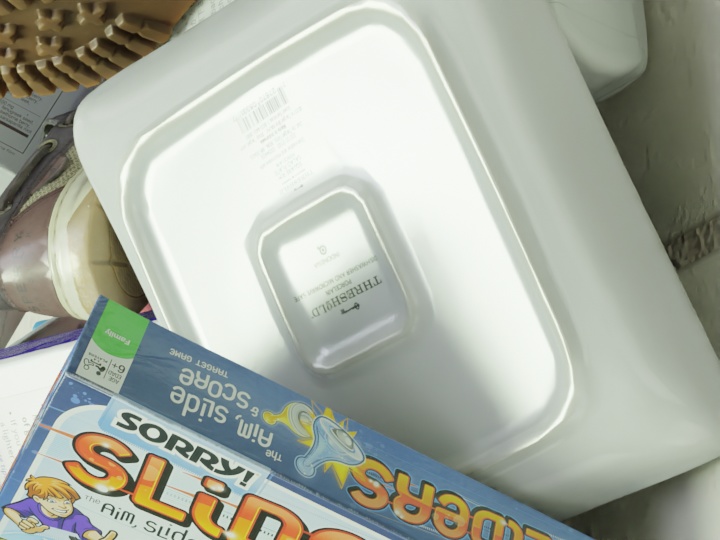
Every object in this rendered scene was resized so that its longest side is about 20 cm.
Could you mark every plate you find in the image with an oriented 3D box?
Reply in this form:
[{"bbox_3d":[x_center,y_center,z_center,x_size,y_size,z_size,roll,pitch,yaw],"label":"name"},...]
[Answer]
[{"bbox_3d":[0.000,0.000,0.886,0.199,0.032,0.201,-29,83,39],"label":"plate"}]

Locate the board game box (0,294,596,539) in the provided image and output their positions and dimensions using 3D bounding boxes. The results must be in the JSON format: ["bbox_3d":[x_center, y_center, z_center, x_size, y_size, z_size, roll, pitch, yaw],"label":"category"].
[{"bbox_3d":[-0.018,0.099,0.884,0.136,0.199,0.035,-58,8,48],"label":"board game box"}]

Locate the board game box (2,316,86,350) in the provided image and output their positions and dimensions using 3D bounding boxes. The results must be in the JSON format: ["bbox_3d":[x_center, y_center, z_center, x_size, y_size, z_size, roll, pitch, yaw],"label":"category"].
[{"bbox_3d":[-0.136,0.141,1.085,0.026,0.200,0.201,-10,106,34],"label":"board game box"}]

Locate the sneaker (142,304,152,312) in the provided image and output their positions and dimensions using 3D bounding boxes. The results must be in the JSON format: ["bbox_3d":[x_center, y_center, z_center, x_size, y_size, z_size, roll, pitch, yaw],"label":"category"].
[{"bbox_3d":[-0.059,0.006,1.172,0.200,0.073,0.087,-138,45,-70],"label":"sneaker"}]

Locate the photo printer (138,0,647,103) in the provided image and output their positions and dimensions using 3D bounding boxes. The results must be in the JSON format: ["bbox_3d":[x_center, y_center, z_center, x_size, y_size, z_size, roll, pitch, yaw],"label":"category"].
[{"bbox_3d":[-0.002,-0.101,0.957,0.199,0.069,0.167,-28,58,37],"label":"photo printer"}]

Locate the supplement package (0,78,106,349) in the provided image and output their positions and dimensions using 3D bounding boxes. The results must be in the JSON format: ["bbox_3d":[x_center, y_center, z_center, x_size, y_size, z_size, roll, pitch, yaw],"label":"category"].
[{"bbox_3d":[-0.175,-0.094,1.214,0.152,0.150,0.201,112,-176,-52],"label":"supplement package"}]

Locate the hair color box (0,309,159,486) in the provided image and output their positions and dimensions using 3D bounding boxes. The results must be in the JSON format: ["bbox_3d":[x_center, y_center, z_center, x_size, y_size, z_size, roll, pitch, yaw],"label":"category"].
[{"bbox_3d":[-0.062,0.068,1.007,0.199,0.065,0.110,-14,94,36],"label":"hair color box"}]

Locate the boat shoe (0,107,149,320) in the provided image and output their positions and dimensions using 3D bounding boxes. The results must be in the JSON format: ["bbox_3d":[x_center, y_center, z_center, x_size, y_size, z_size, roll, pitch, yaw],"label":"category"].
[{"bbox_3d":[-0.093,-0.035,1.054,0.200,0.064,0.072,-62,-32,-63],"label":"boat shoe"}]

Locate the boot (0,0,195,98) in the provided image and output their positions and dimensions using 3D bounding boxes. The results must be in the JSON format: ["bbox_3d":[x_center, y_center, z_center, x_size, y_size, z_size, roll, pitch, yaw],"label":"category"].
[{"bbox_3d":[-0.088,-0.135,0.961,0.199,0.075,0.108,-28,54,27],"label":"boot"}]
